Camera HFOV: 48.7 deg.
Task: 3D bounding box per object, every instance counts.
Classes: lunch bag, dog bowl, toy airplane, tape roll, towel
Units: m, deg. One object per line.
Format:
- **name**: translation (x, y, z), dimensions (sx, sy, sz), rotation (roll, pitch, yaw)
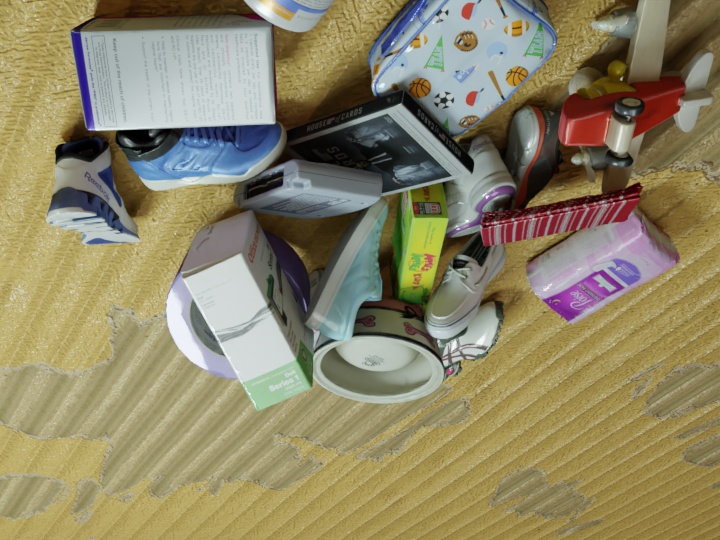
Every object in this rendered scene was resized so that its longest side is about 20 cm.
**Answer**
- **lunch bag**: translation (0.109, -0.249, 0.878), dimensions (0.158, 0.077, 0.200), rotation (25, 133, -28)
- **dog bowl**: translation (0.025, 0.115, 1.151), dimensions (0.195, 0.075, 0.202), rotation (3, 145, 2)
- **toy airplane**: translation (0.311, -0.204, 0.927), dimensions (0.198, 0.141, 0.202), rotation (27, 97, -50)
- **tape roll**: translation (-0.170, 0.046, 1.127), dimensions (0.195, 0.085, 0.204), rotation (-1, 115, -1)
- **towel**: translation (0.250, -0.067, 1.009), dimensions (0.196, 0.023, 0.145), rotation (-10, 170, 10)

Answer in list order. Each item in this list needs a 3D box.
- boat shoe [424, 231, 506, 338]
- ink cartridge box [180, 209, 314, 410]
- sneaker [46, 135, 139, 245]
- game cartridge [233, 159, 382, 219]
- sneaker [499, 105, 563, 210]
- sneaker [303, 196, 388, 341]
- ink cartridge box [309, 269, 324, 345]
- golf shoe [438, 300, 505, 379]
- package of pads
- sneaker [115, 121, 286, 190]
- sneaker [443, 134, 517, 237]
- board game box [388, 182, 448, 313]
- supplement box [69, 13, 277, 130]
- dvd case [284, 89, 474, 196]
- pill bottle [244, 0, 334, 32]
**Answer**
- **boat shoe**: translation (0.143, 0.007, 1.119), dimensions (0.072, 0.201, 0.068), rotation (10, 134, 29)
- **ink cartridge box**: translation (-0.135, 0.045, 1.000), dimensions (0.083, 0.147, 0.203), rotation (-21, 114, 7)
- **sneaker**: translation (-0.330, -0.102, 0.999), dimensions (0.079, 0.118, 0.200), rotation (-3, 170, 0)
- **game cartridge**: translation (-0.063, -0.097, 0.986), dimensions (0.131, 0.042, 0.199), rotation (10, 171, -30)
- **sneaker**: translation (0.227, -0.125, 1.042), dimensions (0.080, 0.078, 0.202), rotation (-6, 143, -14)
- **sneaker**: translation (0.000, 0.000, 1.065), dimensions (0.081, 0.203, 0.074), rotation (29, 173, -14)
- **ink cartridge box**: translation (-0.031, 0.102, 1.270), dimensions (0.198, 0.084, 0.145), rotation (26, 131, -32)
- **golf shoe**: translation (0.158, 0.112, 1.315), dimensions (0.087, 0.078, 0.200), rotation (25, 132, -22)
- **package of pads**: translation (0.358, -0.011, 1.189), dimensions (0.120, 0.077, 0.199), rotation (32, 127, -33)
- **sneaker**: translation (-0.193, -0.160, 0.942), dimensions (0.196, 0.078, 0.112), rotation (-8, 150, 13)
- **sneaker**: translation (0.145, -0.109, 1.058), dimensions (0.074, 0.101, 0.200), rotation (-14, 166, -20)
- **board game box**: translation (0.077, -0.040, 1.099), dimensions (0.047, 0.103, 0.202), rotation (0, 140, -6)
- **supplement box**: translation (-0.187, -0.212, 0.840), dimensions (0.195, 0.102, 0.105), rotation (-3, 114, -3)
- **dvd case**: translation (0.018, -0.144, 0.970), dimensions (0.197, 0.025, 0.150), rotation (-10, 148, 40)
- **pill bottle**: translation (-0.032, -0.331, 0.732), dimensions (0.111, 0.114, 0.200), rotation (23, 133, -30)
